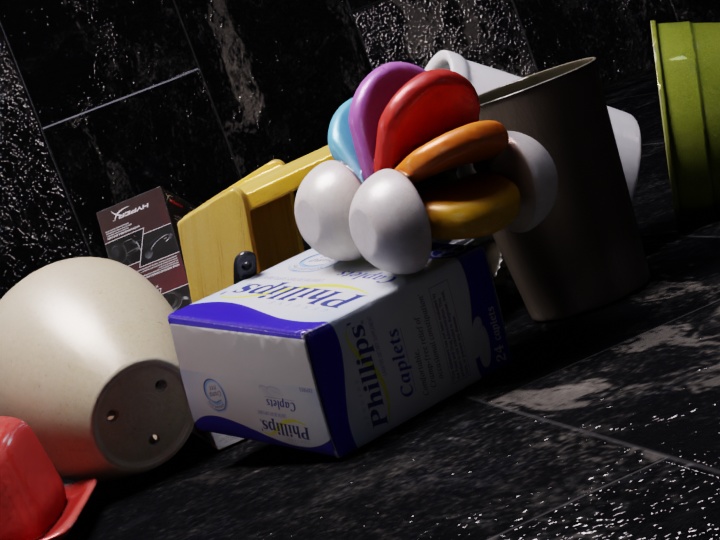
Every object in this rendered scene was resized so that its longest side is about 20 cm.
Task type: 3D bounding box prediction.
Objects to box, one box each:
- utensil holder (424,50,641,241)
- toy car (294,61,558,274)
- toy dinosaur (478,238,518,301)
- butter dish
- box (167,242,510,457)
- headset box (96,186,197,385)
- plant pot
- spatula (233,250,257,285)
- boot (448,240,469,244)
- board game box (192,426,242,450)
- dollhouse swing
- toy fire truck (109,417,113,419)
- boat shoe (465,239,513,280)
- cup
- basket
[{"bbox_3d":[0.148,-0.104,1.816,0.199,0.171,0.170,16,-2,-14],"label":"utensil holder"},{"bbox_3d":[0.045,-0.091,1.495,0.175,0.150,0.200,-20,18,-28],"label":"toy car"},{"bbox_3d":[0.079,0.005,1.735,0.102,0.077,0.200,-22,-7,21],"label":"toy dinosaur"},{"bbox_3d":[-0.329,0.170,1.494,0.199,0.148,0.200,-21,7,2],"label":"butter dish"},{"bbox_3d":[-0.018,0.055,1.512,0.200,0.105,0.184,-26,20,-37],"label":"box"},{"bbox_3d":[-0.171,0.036,1.832,0.077,0.201,0.149,-21,-16,13],"label":"headset box"},{"bbox_3d":[0.394,-0.160,1.847,0.192,0.201,0.200,-7,9,11],"label":"plant pot"},{"bbox_3d":[-0.102,0.039,1.633,0.056,0.021,0.200,-15,-27,-15],"label":"spatula"},{"bbox_3d":[0.178,-0.053,2.058,0.165,0.066,0.200,-28,2,11],"label":"boot"},{"bbox_3d":[-0.056,0.101,1.695,0.199,0.034,0.134,-22,7,-13],"label":"board game box"},{"bbox_3d":[-0.057,-0.029,1.763,0.175,0.182,0.200,-9,9,10],"label":"dollhouse swing"},{"bbox_3d":[-0.253,0.145,1.870,0.141,0.049,0.200,-22,7,-14],"label":"toy fire truck"},{"bbox_3d":[0.058,0.017,1.850,0.200,0.070,0.071,-26,7,-15],"label":"boat shoe"},{"bbox_3d":[-0.218,0.103,1.627,0.200,0.201,0.143,-24,27,-27],"label":"cup"},{"bbox_3d":[0.169,-0.068,1.644,0.136,0.201,0.180,-25,7,-24],"label":"basket"}]
